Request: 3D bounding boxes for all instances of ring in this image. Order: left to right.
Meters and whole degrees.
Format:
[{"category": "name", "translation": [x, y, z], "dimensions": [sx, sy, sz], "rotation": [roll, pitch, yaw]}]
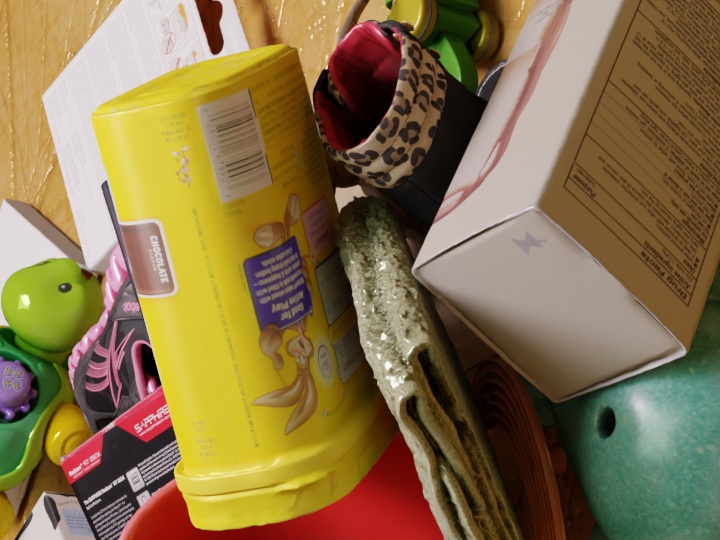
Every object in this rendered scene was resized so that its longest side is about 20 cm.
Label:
[{"category": "ring", "translation": [0.079, 0.142, 1.037], "dimensions": [0.200, 0.019, 0.202], "rotation": [175, 90, -79]}]

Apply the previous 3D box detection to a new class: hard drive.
[{"category": "hard drive", "translation": [-0.258, 0.064, 1.552], "dimensions": [0.132, 0.026, 0.201], "rotation": [35, 109, 50]}]

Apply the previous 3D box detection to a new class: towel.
[{"category": "towel", "translation": [0.031, 0.057, 0.971], "dimensions": [0.036, 0.149, 0.200], "rotation": [-22, 26, 3]}]

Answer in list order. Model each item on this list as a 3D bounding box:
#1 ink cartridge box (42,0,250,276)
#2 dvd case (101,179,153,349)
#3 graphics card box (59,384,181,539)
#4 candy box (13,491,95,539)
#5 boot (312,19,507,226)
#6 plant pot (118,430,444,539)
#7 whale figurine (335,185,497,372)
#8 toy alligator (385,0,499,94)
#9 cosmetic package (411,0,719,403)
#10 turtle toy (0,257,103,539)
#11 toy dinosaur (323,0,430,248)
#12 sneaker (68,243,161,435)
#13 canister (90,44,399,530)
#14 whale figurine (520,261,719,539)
[{"category": "ink cartridge box", "translation": [-0.131, -0.115, 1.423], "dimensions": [0.200, 0.047, 0.161], "rotation": [-43, 50, 31]}, {"category": "dvd case", "translation": [-0.078, 0.050, 1.167], "dimensions": [0.017, 0.200, 0.143], "rotation": [-26, 54, 7]}, {"category": "graphics card box", "translation": [-0.088, 0.172, 1.233], "dimensions": [0.125, 0.051, 0.201], "rotation": [-35, 77, 42]}, {"category": "candy box", "translation": [-0.183, 0.264, 1.380], "dimensions": [0.137, 0.061, 0.201], "rotation": [-55, 44, 29]}, {"category": "boot", "translation": [0.050, -0.073, 1.054], "dimensions": [0.073, 0.150, 0.201], "rotation": [-37, 31, 28]}, {"category": "plant pot", "translation": [-0.015, 0.204, 1.056], "dimensions": [0.200, 0.199, 0.178], "rotation": [28, 133, 51]}, {"category": "whale figurine", "translation": [0.000, 0.000, 1.176], "dimensions": [0.159, 0.104, 0.200], "rotation": [-40, 65, -10]}, {"category": "toy alligator", "translation": [0.034, -0.176, 1.205], "dimensions": [0.054, 0.059, 0.201], "rotation": [-31, 58, 44]}, {"category": "cosmetic package", "translation": [0.113, -0.052, 0.967], "dimensions": [0.087, 0.103, 0.201], "rotation": [-27, 27, 45]}, {"category": "turtle toy", "translation": [-0.248, 0.077, 1.427], "dimensions": [0.200, 0.101, 0.146], "rotation": [-44, 45, -6]}, {"category": "toy dinosaur", "translation": [0.002, -0.066, 1.114], "dimensions": [0.060, 0.106, 0.201], "rotation": [-36, 70, 34]}, {"category": "sneaker", "translation": [-0.131, 0.066, 1.313], "dimensions": [0.201, 0.078, 0.096], "rotation": [109, 150, -49]}, {"category": "canister", "translation": [-0.054, 0.003, 1.014], "dimensions": [0.086, 0.149, 0.201], "rotation": [-10, 101, 18]}, {"category": "whale figurine", "translation": [0.128, 0.065, 0.990], "dimensions": [0.200, 0.103, 0.160], "rotation": [30, 106, 52]}]
